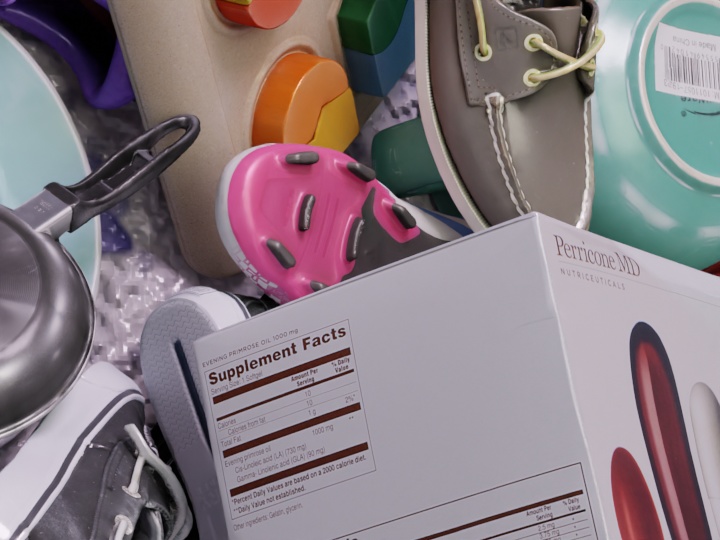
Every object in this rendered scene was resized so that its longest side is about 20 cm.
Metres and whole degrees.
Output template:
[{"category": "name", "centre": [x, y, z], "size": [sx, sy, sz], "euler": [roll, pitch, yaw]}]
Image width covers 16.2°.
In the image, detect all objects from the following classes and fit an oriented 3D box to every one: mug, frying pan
[{"category": "mug", "centre": [0.111, -0.058, 1.133], "size": [0.152, 0.114, 0.185], "euler": [51, 55, -17]}, {"category": "frying pan", "centre": [-0.120, 0.002, 0.922], "size": [0.190, 0.031, 0.115], "euler": [-21, 57, -21]}]

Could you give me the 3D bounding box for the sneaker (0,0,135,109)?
[{"category": "sneaker", "centre": [-0.135, -0.149, 0.987], "size": [0.200, 0.081, 0.083], "euler": [50, 50, -18]}]

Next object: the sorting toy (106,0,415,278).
[{"category": "sorting toy", "centre": [-0.018, -0.119, 1.042], "size": [0.200, 0.036, 0.185], "euler": [-49, 144, -32]}]

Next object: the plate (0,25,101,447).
[{"category": "plate", "centre": [-0.189, -0.018, 0.956], "size": [0.200, 0.026, 0.201], "euler": [9, 75, -36]}]

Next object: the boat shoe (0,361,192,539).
[{"category": "boat shoe", "centre": [-0.097, 0.089, 0.912], "size": [0.068, 0.199, 0.074], "euler": [31, 99, -1]}]

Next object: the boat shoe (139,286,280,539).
[{"category": "boat shoe", "centre": [-0.021, 0.098, 0.974], "size": [0.071, 0.072, 0.200], "euler": [-5, 75, -44]}]

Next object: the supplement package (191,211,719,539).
[{"category": "supplement package", "centre": [0.067, 0.108, 0.903], "size": [0.191, 0.147, 0.200], "euler": [14, 60, -57]}]

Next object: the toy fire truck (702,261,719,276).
[{"category": "toy fire truck", "centre": [0.258, 0.008, 1.270], "size": [0.200, 0.049, 0.141], "euler": [31, 62, -27]}]

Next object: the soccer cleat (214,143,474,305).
[{"category": "soccer cleat", "centre": [0.000, 0.000, 1.049], "size": [0.200, 0.086, 0.070], "euler": [20, 73, -43]}]

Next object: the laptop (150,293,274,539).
[{"category": "laptop", "centre": [0.003, 0.130, 1.015], "size": [0.200, 0.103, 0.177], "euler": [53, 54, -20]}]

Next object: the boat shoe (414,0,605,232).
[{"category": "boat shoe", "centre": [0.062, -0.102, 1.026], "size": [0.072, 0.060, 0.202], "euler": [-11, 90, -41]}]
